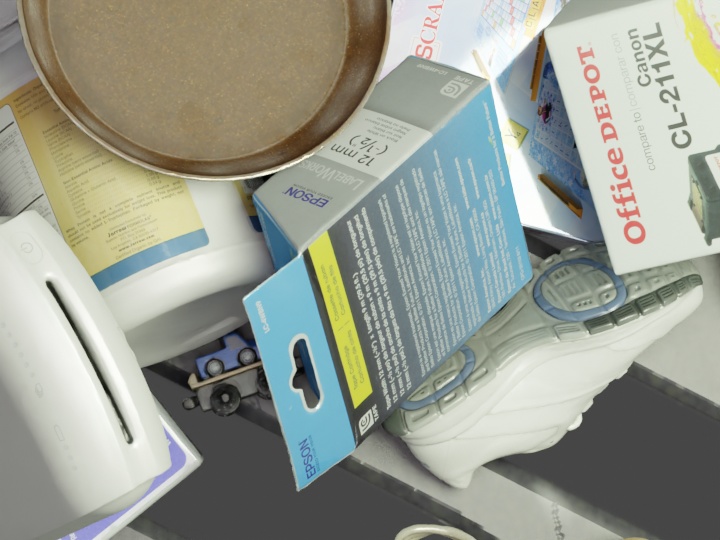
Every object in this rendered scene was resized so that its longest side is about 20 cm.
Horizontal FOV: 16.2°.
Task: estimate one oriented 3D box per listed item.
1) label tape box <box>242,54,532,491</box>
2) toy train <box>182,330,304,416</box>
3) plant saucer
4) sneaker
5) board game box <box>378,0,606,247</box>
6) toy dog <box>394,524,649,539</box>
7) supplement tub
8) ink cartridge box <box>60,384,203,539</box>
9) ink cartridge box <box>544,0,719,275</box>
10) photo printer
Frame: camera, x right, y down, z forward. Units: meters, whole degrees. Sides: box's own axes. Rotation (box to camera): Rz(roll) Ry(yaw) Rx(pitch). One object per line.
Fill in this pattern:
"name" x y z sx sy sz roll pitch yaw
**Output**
"label tape box" 0.000 0.000 1.357 0.066 0.143 0.200 24 53 38
"toy train" -0.013 0.035 1.465 0.200 0.034 0.046 -21 85 -4
"plant saucer" -0.084 -0.139 1.338 0.200 0.034 0.201 3 75 -11
"sneaker" 0.108 0.053 1.451 0.200 0.075 0.087 -28 130 6
"board game box" 0.109 -0.122 1.474 0.199 0.041 0.200 15 87 -3
"toy dog" 0.106 0.223 1.436 0.199 0.132 0.097 4 126 2
"supplement tub" -0.134 -0.058 1.400 0.144 0.145 0.200 -23 78 -4
"ink cartridge box" -0.227 0.094 1.449 0.200 0.047 0.198 -38 91 -2
"ink cartridge box" 0.215 -0.093 1.351 0.200 0.083 0.146 -14 103 19
"photo printer" -0.184 0.063 1.333 0.069 0.200 0.167 -28 91 -34
